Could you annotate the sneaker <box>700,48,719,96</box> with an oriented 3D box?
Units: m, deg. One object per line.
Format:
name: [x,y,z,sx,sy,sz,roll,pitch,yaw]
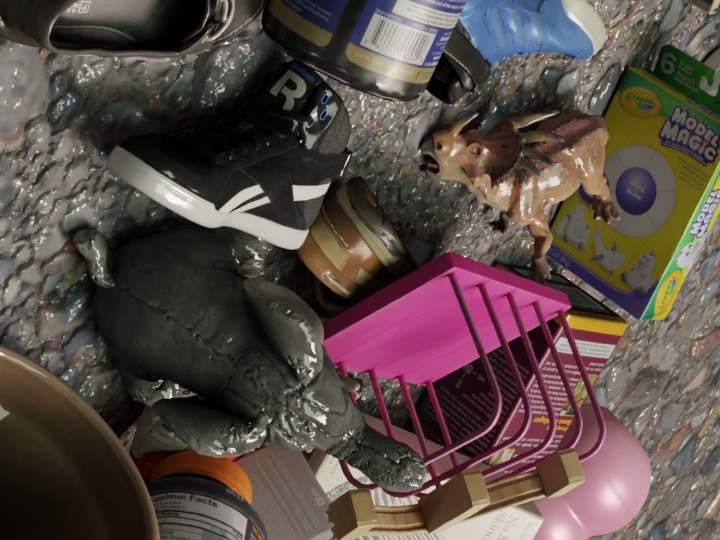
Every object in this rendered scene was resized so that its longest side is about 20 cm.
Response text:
sneaker: [0.299,-0.083,1.476,0.201,0.115,0.074,-55,149,6]

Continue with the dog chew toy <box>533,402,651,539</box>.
dog chew toy: [0.173,0.217,1.605,0.200,0.125,0.125,-40,146,-3]

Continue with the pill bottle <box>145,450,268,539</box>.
pill bottle: [-0.113,0.204,1.085,0.201,0.105,0.107,-83,-177,-55]

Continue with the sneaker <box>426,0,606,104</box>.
sneaker: [0.085,-0.160,1.173,0.199,0.076,0.112,26,94,-52]

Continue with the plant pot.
plant pot: [-0.243,0.167,1.001,0.175,0.201,0.200,-44,150,19]

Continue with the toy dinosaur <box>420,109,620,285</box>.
toy dinosaur: [0.143,-0.085,1.318,0.199,0.085,0.137,-34,136,-35]

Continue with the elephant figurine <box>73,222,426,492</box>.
elephant figurine: [-0.066,0.059,1.082,0.154,0.200,0.143,-23,138,-36]

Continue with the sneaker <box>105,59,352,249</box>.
sneaker: [-0.073,-0.086,1.067,0.113,0.073,0.200,-61,154,7]

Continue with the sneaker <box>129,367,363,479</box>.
sneaker: [-0.085,0.097,1.232,0.199,0.077,0.085,-13,151,-43]

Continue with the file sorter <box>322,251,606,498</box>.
file sorter: [0.072,0.088,1.235,0.138,0.126,0.199,-29,158,23]

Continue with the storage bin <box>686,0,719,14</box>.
storage bin: [0.201,-0.297,1.078,0.093,0.200,0.200,-12,130,-46]

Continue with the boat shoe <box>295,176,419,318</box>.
boat shoe: [0.000,0.000,1.231,0.074,0.076,0.200,-33,152,1]

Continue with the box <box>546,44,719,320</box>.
box: [0.239,-0.074,1.410,0.048,0.117,0.201,1,120,-51]

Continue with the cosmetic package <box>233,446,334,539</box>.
cosmetic package: [-0.122,0.207,1.233,0.199,0.091,0.107,-18,158,-39]

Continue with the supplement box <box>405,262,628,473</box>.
supplement box: [0.125,0.104,1.462,0.110,0.085,0.201,10,113,-53]

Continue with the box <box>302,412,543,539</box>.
box: [0.038,0.178,1.359,0.199,0.068,0.083,23,104,-23]

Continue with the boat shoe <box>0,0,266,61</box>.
boat shoe: [-0.117,-0.143,0.962,0.199,0.057,0.067,-9,128,-46]

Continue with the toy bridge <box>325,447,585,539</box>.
toy bridge: [0.063,0.158,1.180,0.198,0.027,0.067,-6,158,-34]

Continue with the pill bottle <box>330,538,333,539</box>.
pill bottle: [-0.017,0.287,1.355,0.110,0.200,0.112,-31,141,-29]

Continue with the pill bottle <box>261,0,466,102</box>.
pill bottle: [0.027,-0.212,1.025,0.111,0.112,0.201,3,119,-51]
